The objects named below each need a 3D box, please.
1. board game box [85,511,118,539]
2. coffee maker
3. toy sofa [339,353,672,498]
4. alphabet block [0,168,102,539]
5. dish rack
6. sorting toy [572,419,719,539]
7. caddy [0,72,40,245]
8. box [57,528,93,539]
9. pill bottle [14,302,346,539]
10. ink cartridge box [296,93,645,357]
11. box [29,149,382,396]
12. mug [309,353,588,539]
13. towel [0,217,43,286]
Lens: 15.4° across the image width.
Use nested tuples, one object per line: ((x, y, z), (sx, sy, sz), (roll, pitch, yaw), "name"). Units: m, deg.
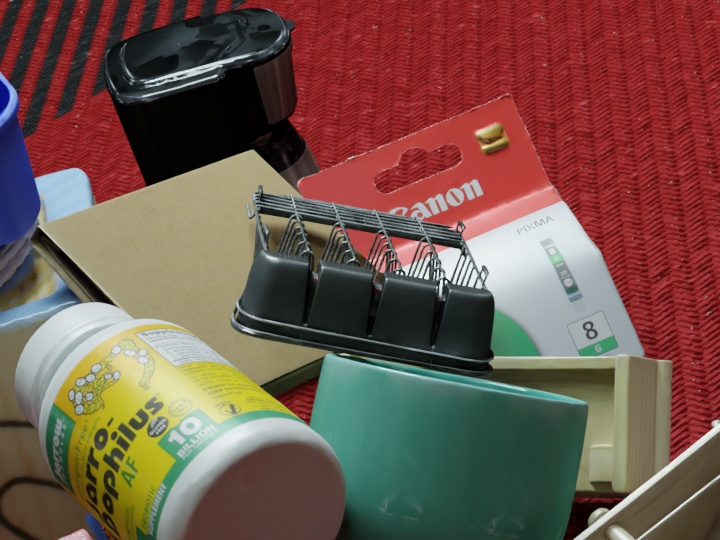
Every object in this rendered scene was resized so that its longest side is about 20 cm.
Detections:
((-0.043, 0.166, 1.532), (0.200, 0.035, 0.135), (6, 19, -26), "board game box")
((-0.116, -0.066, 1.906), (0.192, 0.200, 0.135), (-30, 30, -22), "coffee maker")
((0.089, 0.093, 1.596), (0.200, 0.083, 0.098), (-1, -7, 27), "toy sofa")
((-0.230, 0.082, 1.710), (0.195, 0.200, 0.196), (-17, 28, 1), "alphabet block")
((0.000, 0.000, 1.588), (0.153, 0.055, 0.200), (11, 14, -8), "dish rack")
((0.180, 0.199, 1.395), (0.200, 0.107, 0.180), (-37, 45, -7), "sorting toy")
((-0.279, -0.077, 1.634), (0.141, 0.105, 0.200), (-23, 28, -12), "caddy")
((-0.147, 0.242, 1.484), (0.095, 0.103, 0.200), (-26, 29, -16), "box")
((-0.106, 0.094, 1.451), (0.113, 0.113, 0.200), (-29, 38, -22), "pill bottle")
((0.070, 0.000, 1.710), (0.161, 0.200, 0.050), (-22, -6, -9), "ink cartridge box")
((-0.080, 0.006, 1.626), (0.163, 0.021, 0.200), (44, 39, 19), "box")
((0.043, 0.116, 1.491), (0.152, 0.115, 0.185), (10, -1, 1), "mug")
((-0.315, 0.019, 1.626), (0.191, 0.032, 0.200), (-3, 31, 26), "towel")
